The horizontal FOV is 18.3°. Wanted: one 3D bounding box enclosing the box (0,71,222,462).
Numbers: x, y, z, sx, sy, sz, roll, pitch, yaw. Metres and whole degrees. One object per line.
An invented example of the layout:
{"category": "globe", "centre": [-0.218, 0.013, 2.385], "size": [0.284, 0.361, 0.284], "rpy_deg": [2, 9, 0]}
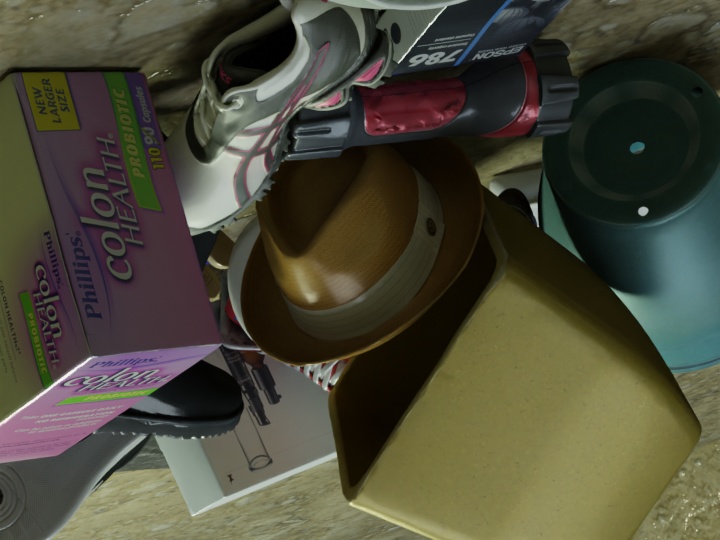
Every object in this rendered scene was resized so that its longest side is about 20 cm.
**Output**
{"category": "box", "centre": [-0.195, 0.002, 1.346], "size": [0.096, 0.177, 0.200], "rpy_deg": [-5, 160, -40]}

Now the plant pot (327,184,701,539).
{"category": "plant pot", "centre": [0.116, 0.089, 1.525], "size": [0.196, 0.199, 0.194], "rpy_deg": [-58, -166, 14]}

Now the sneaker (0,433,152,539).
{"category": "sneaker", "centre": [-0.217, 0.148, 1.627], "size": [0.200, 0.073, 0.112], "rpy_deg": [-39, 175, -4]}

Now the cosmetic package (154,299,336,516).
{"category": "cosmetic package", "centre": [-0.087, 0.096, 1.799], "size": [0.052, 0.152, 0.199], "rpy_deg": [-29, 173, 40]}

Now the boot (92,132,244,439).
{"category": "boot", "centre": [-0.117, 0.008, 1.464], "size": [0.164, 0.065, 0.201], "rpy_deg": [1, 112, -47]}

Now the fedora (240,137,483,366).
{"category": "fedora", "centre": [-0.014, -0.034, 1.490], "size": [0.199, 0.202, 0.082], "rpy_deg": [-23, 133, 18]}

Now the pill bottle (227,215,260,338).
{"category": "pill bottle", "centre": [0.000, 0.000, 1.671], "size": [0.112, 0.113, 0.199], "rpy_deg": [-27, 170, 33]}

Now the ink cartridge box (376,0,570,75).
{"category": "ink cartridge box", "centre": [0.075, -0.164, 1.333], "size": [0.099, 0.040, 0.200], "rpy_deg": [-11, 165, -25]}

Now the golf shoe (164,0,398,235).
{"category": "golf shoe", "centre": [-0.073, -0.099, 1.314], "size": [0.200, 0.077, 0.088], "rpy_deg": [-43, 149, 23]}

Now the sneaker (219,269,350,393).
{"category": "sneaker", "centre": [-0.037, 0.058, 1.739], "size": [0.112, 0.200, 0.072], "rpy_deg": [6, 121, -45]}

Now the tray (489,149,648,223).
{"category": "tray", "centre": [0.205, -0.042, 1.798], "size": [0.198, 0.022, 0.108], "rpy_deg": [-11, 121, -5]}

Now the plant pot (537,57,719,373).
{"category": "plant pot", "centre": [0.214, -0.052, 1.631], "size": [0.199, 0.201, 0.188], "rpy_deg": [-20, 151, 9]}

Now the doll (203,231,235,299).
{"category": "doll", "centre": [-0.176, 0.044, 1.675], "size": [0.200, 0.048, 0.137], "rpy_deg": [-39, -165, 37]}

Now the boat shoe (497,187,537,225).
{"category": "boat shoe", "centre": [0.113, 0.025, 1.712], "size": [0.072, 0.073, 0.201], "rpy_deg": [15, 135, 8]}

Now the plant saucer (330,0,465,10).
{"category": "plant saucer", "centre": [0.037, -0.181, 1.135], "size": [0.198, 0.051, 0.200], "rpy_deg": [-11, 155, -5]}

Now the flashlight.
{"category": "flashlight", "centre": [0.041, -0.111, 1.442], "size": [0.198, 0.068, 0.068], "rpy_deg": [-6, -168, -24]}
